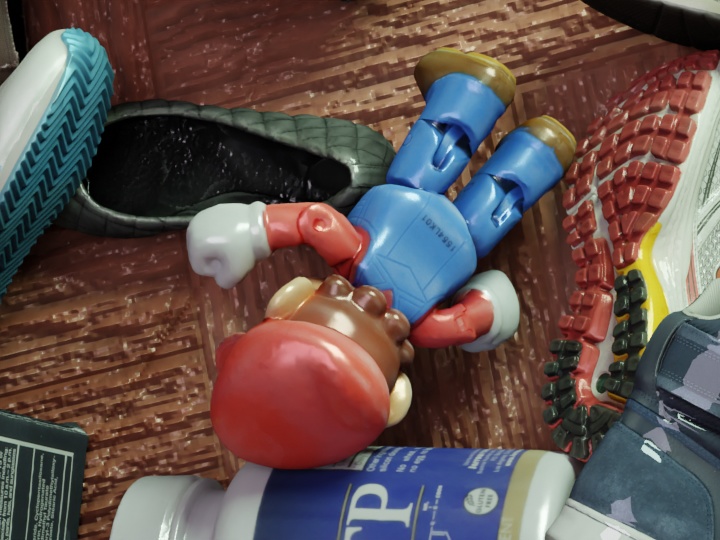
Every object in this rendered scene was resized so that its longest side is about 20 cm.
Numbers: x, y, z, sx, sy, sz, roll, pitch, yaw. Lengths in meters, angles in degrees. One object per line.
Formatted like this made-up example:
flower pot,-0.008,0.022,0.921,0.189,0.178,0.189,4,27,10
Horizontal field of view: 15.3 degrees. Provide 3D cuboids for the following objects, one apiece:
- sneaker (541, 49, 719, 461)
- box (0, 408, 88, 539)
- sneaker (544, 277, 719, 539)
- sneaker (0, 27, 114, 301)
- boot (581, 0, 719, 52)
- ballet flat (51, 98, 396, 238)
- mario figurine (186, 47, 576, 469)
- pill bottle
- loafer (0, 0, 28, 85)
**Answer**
sneaker,0.134,-0.002,1.167,0.078,0.082,0.201,-12,59,51
box,-0.221,0.153,1.178,0.122,0.198,0.202,3,82,17
sneaker,0.190,0.087,1.090,0.202,0.077,0.147,28,85,-21
sneaker,-0.187,-0.035,1.232,0.081,0.076,0.200,41,112,13
boot,0.196,-0.169,1.168,0.199,0.073,0.152,10,85,14
ballet flat,-0.076,-0.050,1.239,0.199,0.057,0.067,0,84,21
mario figurine,0.000,0.000,1.159,0.123,0.106,0.200,33,69,17
pill bottle,-0.002,0.136,1.156,0.199,0.120,0.121,-1,81,17
loafer,-0.172,-0.177,1.290,0.070,0.073,0.202,8,89,7
